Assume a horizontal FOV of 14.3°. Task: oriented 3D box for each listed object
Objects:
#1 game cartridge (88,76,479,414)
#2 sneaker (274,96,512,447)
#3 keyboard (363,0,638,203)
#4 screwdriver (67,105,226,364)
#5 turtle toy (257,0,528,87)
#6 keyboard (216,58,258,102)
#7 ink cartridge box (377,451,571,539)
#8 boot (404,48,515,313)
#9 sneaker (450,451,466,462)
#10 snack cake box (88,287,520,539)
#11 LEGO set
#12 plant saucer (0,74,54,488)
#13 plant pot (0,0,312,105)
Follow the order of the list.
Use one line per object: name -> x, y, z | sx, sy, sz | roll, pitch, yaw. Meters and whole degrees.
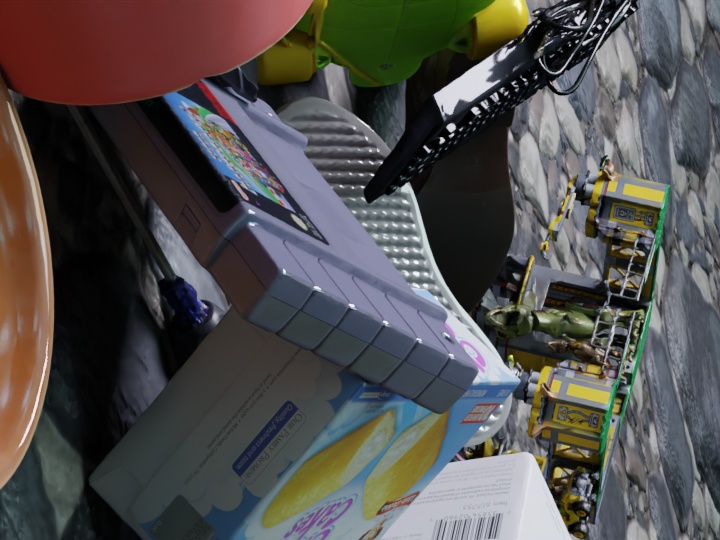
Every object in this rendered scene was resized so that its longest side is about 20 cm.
game cartridge -> -0.042, -0.030, 1.163 | 0.129, 0.038, 0.200 | 33, 14, -46
sneaker -> 0.000, 0.000, 1.432 | 0.201, 0.074, 0.082 | 62, -14, -20
keyboard -> 0.087, -0.091, 1.391 | 0.040, 0.104, 0.200 | 44, 46, 9
screwdriver -> -0.090, -0.006, 1.228 | 0.029, 0.028, 0.200 | -53, 134, -24
turtle toy -> 0.008, -0.151, 1.394 | 0.200, 0.145, 0.102 | 110, -30, -67
keyboard -> -0.082, -0.163, 1.263 | 0.127, 0.020, 0.200 | 59, 12, -29
ink cartridge box -> 0.023, 0.181, 1.306 | 0.201, 0.115, 0.068 | -74, 147, -48
boot -> 0.040, -0.091, 1.568 | 0.200, 0.064, 0.187 | -106, -153, -58
sneaker -> 0.062, 0.162, 1.485 | 0.087, 0.080, 0.201 | -89, 165, -56
snack cake box -> -0.020, 0.068, 1.229 | 0.067, 0.115, 0.200 | 43, 13, 17
LEGO set -> 0.089, 0.037, 1.544 | 0.154, 0.115, 0.201 | 85, 20, -62
plant saucer -> -0.168, -0.013, 1.000 | 0.200, 0.037, 0.202 | -11, 90, -71
plant pot -> -0.099, -0.173, 1.070 | 0.201, 0.199, 0.178 | -74, 156, -51
